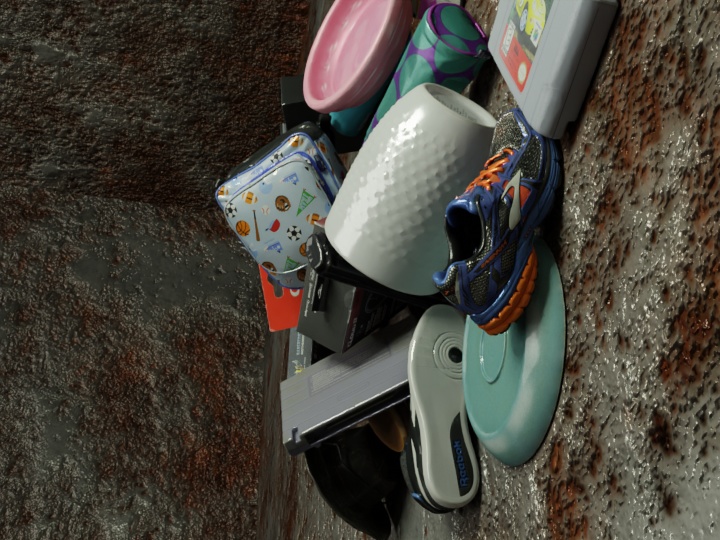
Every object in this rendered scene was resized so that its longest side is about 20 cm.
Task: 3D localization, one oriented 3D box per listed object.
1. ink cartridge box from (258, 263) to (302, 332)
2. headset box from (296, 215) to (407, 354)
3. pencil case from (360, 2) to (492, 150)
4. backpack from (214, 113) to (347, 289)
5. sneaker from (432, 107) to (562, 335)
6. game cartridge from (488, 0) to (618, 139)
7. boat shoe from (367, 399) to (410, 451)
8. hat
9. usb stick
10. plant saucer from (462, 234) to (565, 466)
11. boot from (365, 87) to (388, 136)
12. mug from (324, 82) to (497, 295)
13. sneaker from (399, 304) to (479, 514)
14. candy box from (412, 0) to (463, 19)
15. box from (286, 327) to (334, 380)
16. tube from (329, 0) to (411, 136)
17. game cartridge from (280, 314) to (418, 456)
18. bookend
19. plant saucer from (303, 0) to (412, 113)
[{"bbox_3d":[-0.059,-0.009,1.239,0.050,0.195,0.166,25,-127,-80],"label":"ink cartridge box"},{"bbox_3d":[0.000,0.000,1.064,0.199,0.076,0.152,-30,-44,-54],"label":"headset box"},{"bbox_3d":[0.073,-0.192,0.954,0.201,0.091,0.086,-59,40,40],"label":"pencil case"},{"bbox_3d":[-0.084,-0.077,1.149,0.198,0.192,0.155,-29,21,20],"label":"backpack"},{"bbox_3d":[0.111,-0.053,0.697,0.075,0.077,0.204,-31,39,56],"label":"sneaker"},{"bbox_3d":[0.159,-0.220,0.727,0.202,0.040,0.135,-99,22,-54],"label":"game cartridge"},{"bbox_3d":[0.029,0.157,1.087,0.200,0.069,0.072,41,139,53],"label":"boat shoe"},{"bbox_3d":[0.001,0.245,1.097,0.081,0.201,0.201,-41,22,10],"label":"hat"},{"bbox_3d":[0.023,0.004,0.925,0.033,0.198,0.056,-43,48,29],"label":"usb stick"},{"bbox_3d":[0.127,0.068,0.749,0.200,0.027,0.205,-173,90,-79],"label":"plant saucer"},{"bbox_3d":[0.061,-0.188,1.106,0.158,0.078,0.215,-108,27,-65],"label":"boot"},{"bbox_3d":[0.071,-0.098,0.885,0.177,0.146,0.200,-62,-10,25],"label":"mug"},{"bbox_3d":[0.070,0.147,0.874,0.112,0.071,0.204,123,151,-63],"label":"sneaker"},{"bbox_3d":[0.093,-0.406,1.112,0.201,0.060,0.139,-112,30,-67],"label":"candy box"},{"bbox_3d":[-0.063,0.120,1.441,0.157,0.050,0.205,37,-129,-56],"label":"box"},{"bbox_3d":[0.021,-0.255,1.096,0.200,0.049,0.079,131,144,-49],"label":"tube"},{"bbox_3d":[-0.006,0.138,1.032,0.039,0.197,0.130,60,-172,-23],"label":"game cartridge"},{"bbox_3d":[-0.038,-0.277,1.225,0.093,0.195,0.201,-98,-2,-47],"label":"bookend"},{"bbox_3d":[0.001,-0.285,1.054,0.200,0.050,0.204,-39,40,41],"label":"plant saucer"}]
